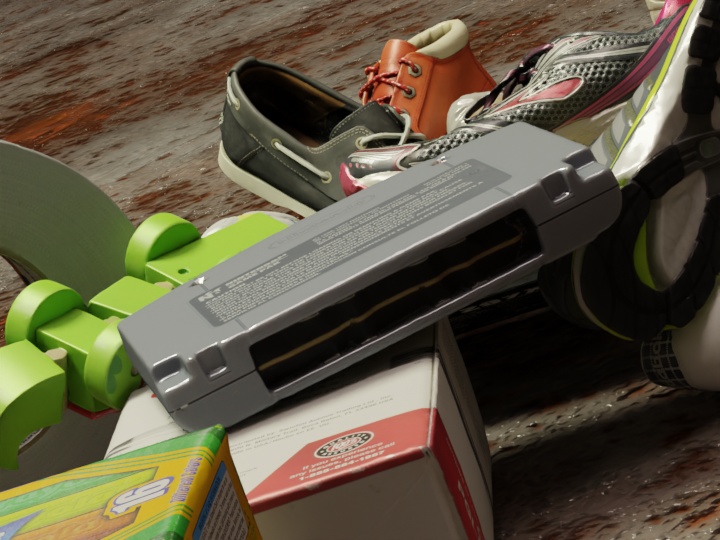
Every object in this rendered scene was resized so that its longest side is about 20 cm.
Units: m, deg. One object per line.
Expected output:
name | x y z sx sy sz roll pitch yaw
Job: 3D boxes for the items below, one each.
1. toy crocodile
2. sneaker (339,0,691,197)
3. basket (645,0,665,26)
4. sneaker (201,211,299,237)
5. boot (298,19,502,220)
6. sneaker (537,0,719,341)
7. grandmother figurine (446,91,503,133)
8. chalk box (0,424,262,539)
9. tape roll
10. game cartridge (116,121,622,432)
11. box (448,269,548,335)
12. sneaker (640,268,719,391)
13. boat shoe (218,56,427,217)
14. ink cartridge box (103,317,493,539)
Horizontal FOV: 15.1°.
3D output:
toy crocodile | -0.095 0.026 1.217 0.067 0.062 0.200 23 37 33
sneaker | 0.085 -0.071 1.313 0.200 0.075 0.081 -17 -5 -7
basket | 0.280 -0.160 1.450 0.198 0.161 0.200 -32 17 -36
sneaker | -0.053 0.029 1.411 0.105 0.076 0.200 11 28 28
boot | 0.017 -0.075 1.591 0.075 0.107 0.200 -5 22 38
sneaker | 0.132 -0.059 1.157 0.200 0.074 0.081 -57 21 -19
grandmother figurine | 0.110 -0.068 1.505 0.121 0.061 0.200 15 3 -29
chalk box | -0.126 0.151 0.915 0.200 0.124 0.124 -17 14 8
tape roll | -0.192 0.036 1.268 0.200 0.200 0.066 -24 14 -17
game cartridge | 0.000 0.000 1.119 0.200 0.041 0.133 -27 18 -7
box | 0.088 -0.012 1.280 0.200 0.049 0.160 -18 -8 9
sneaker | 0.196 -0.008 1.188 0.080 0.076 0.200 -20 10 42
boat shoe | 0.007 -0.056 1.484 0.200 0.068 0.072 26 37 25
ink cartridge box | -0.025 0.093 1.074 0.147 0.083 0.200 -19 14 8
